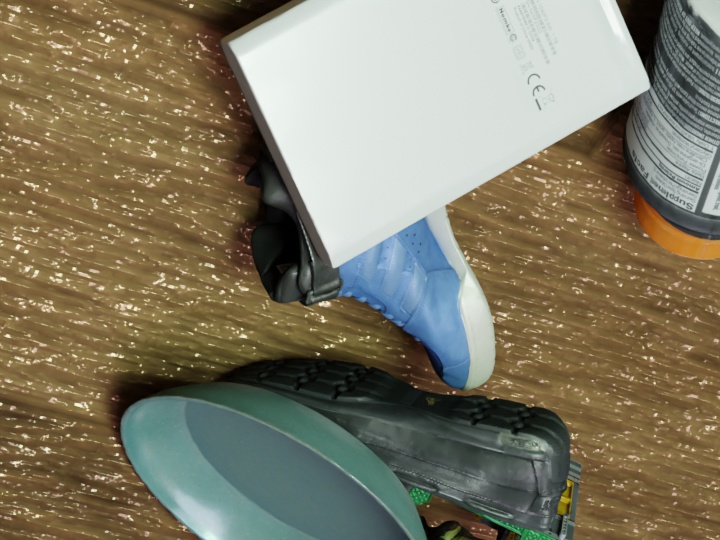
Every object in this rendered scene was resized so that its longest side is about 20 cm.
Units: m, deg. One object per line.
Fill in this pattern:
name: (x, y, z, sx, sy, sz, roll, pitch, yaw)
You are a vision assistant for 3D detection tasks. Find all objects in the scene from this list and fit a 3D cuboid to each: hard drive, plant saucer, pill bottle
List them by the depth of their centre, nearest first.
hard drive: (0.041, -0.107, 1.522, 0.199, 0.026, 0.132, -29, 108, -13)
pill bottle: (0.202, -0.092, 1.588, 0.106, 0.107, 0.200, -11, 147, -17)
plant saucer: (-0.040, 0.121, 1.628, 0.036, 0.199, 0.200, -57, 138, -28)

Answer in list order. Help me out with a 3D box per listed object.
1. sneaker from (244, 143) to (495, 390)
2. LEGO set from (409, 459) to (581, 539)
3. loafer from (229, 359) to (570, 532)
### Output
sneaker: (-0.001, -0.001, 1.596, 0.111, 0.077, 0.201, -27, 128, -11)
LEGO set: (0.047, 0.166, 1.750, 0.153, 0.116, 0.201, 17, 116, 0)
loafer: (0.018, 0.098, 1.626, 0.200, 0.068, 0.071, 13, 110, 17)
